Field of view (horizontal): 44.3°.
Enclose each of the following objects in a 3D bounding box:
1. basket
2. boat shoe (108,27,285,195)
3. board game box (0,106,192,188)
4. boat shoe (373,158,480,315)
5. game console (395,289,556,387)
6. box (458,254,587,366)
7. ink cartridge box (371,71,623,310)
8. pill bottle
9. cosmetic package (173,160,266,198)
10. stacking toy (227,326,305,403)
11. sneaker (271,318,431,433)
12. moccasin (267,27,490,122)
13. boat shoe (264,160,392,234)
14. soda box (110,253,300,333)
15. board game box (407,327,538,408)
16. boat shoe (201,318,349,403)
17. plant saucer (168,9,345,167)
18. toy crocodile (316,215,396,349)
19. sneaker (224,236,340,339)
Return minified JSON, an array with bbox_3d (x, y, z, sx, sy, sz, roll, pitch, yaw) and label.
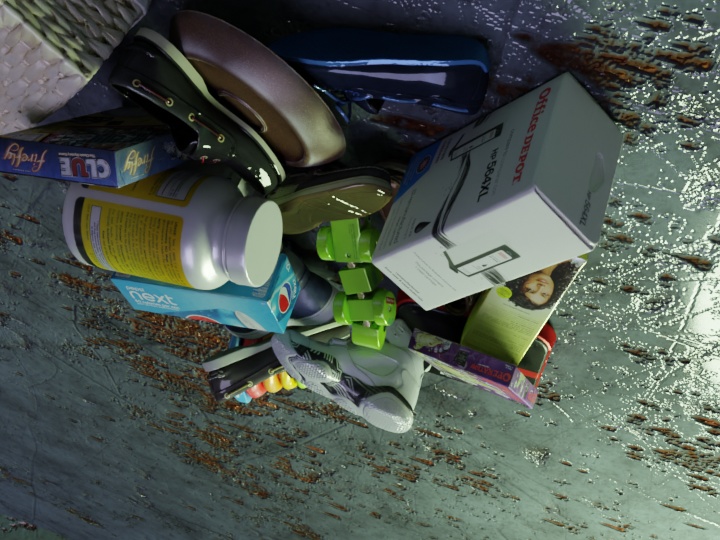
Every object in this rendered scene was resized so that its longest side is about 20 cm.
[{"bbox_3d":[-0.314,-0.227,0.829,0.199,0.124,0.135,-18,130,44],"label":"basket"},{"bbox_3d":[-0.149,-0.133,0.826,0.073,0.064,0.201,16,159,48],"label":"boat shoe"},{"bbox_3d":[-0.237,-0.126,0.872,0.134,0.200,0.035,8,110,19],"label":"board game box"},{"bbox_3d":[0.072,-0.028,0.932,0.074,0.075,0.202,-12,134,40],"label":"boat shoe"},{"bbox_3d":[0.136,0.092,1.111,0.197,0.031,0.178,16,149,9],"label":"game console"},{"bbox_3d":[0.171,0.025,0.946,0.074,0.050,0.201,21,138,2],"label":"box"},{"bbox_3d":[0.119,-0.066,0.789,0.084,0.147,0.199,39,142,-22],"label":"ink cartridge box"},{"bbox_3d":[-0.184,-0.044,0.879,0.197,0.113,0.113,11,145,18],"label":"pill bottle"},{"bbox_3d":[-0.205,-0.084,1.002,0.197,0.086,0.108,9,144,19],"label":"cosmetic package"},{"bbox_3d":[-0.080,0.123,1.223,0.197,0.111,0.117,2,141,9],"label":"stacking toy"},{"bbox_3d":[-0.006,0.103,1.083,0.198,0.116,0.075,31,152,-2],"label":"sneaker"},{"bbox_3d":[0.012,-0.164,0.769,0.197,0.081,0.069,11,132,18],"label":"moccasin"},{"bbox_3d":[-0.042,-0.087,0.910,0.071,0.067,0.200,18,161,-35],"label":"boat shoe"},{"bbox_3d":[-0.173,0.014,0.992,0.197,0.065,0.068,8,148,20],"label":"soda box"},{"bbox_3d":[0.133,0.115,1.009,0.119,0.033,0.200,15,170,22],"label":"board game box"},{"bbox_3d":[-0.102,0.112,1.146,0.072,0.199,0.061,180,72,-77],"label":"boat shoe"},{"bbox_3d":[-0.103,-0.158,0.823,0.199,0.032,0.200,33,168,8],"label":"plant saucer"},{"bbox_3d":[0.000,0.000,0.996,0.067,0.062,0.203,-2,113,26],"label":"toy crocodile"},{"bbox_3d":[-0.136,0.014,1.103,0.201,0.078,0.146,-15,134,41],"label":"sneaker"}]
